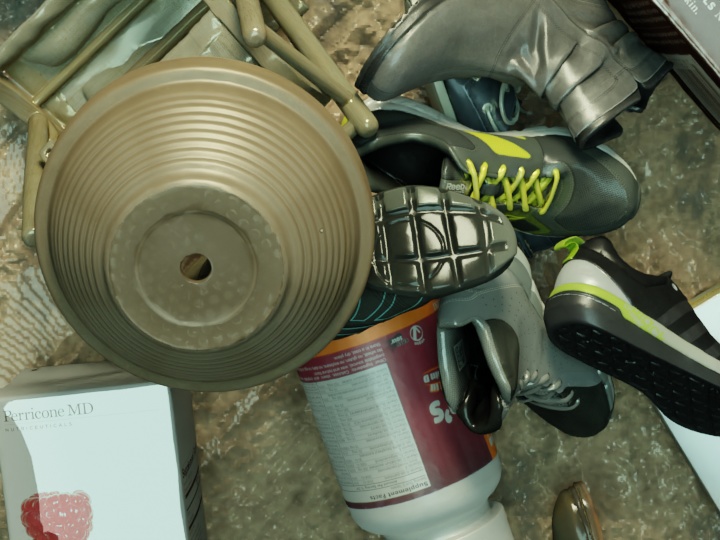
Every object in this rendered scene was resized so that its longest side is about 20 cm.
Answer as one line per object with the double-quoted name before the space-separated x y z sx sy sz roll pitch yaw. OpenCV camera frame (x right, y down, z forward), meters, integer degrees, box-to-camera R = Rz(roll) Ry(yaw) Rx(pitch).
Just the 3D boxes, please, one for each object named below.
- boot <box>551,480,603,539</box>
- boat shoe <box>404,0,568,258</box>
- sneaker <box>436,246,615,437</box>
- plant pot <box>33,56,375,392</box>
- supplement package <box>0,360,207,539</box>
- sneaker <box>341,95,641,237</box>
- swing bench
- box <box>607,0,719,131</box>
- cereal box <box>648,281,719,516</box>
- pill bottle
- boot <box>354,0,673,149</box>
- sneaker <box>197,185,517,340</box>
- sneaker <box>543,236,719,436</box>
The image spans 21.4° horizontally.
"boot" 0.121 0.247 1.321 0.097 0.075 0.200 -3 98 -3
"boat shoe" 0.085 -0.101 1.280 0.062 0.075 0.200 -21 98 3
"sneaker" 0.099 0.076 1.250 0.075 0.116 0.200 -15 131 32
"plant pot" -0.091 -0.015 1.086 0.201 0.093 0.201 0 108 1
"supplement package" -0.170 0.167 1.285 0.121 0.120 0.200 -6 96 1
"sneaker" 0.079 -0.054 1.216 0.200 0.085 0.074 11 113 4
"swing bench" -0.126 -0.112 1.223 0.199 0.200 0.130 -41 133 13
"box" 0.275 -0.205 1.224 0.200 0.166 0.164 -41 95 3
"cereal box" 0.290 0.100 1.322 0.144 0.040 0.200 -32 96 3
"pill bottle" 0.030 0.110 1.286 0.110 0.110 0.200 -20 97 2
"boot" 0.104 -0.127 1.198 0.200 0.070 0.132 -33 78 -29
"sneaker" 0.000 0.000 1.191 0.200 0.079 0.075 -10 66 7
"sneaker" 0.208 0.039 1.252 0.200 0.072 0.083 32 58 -25
